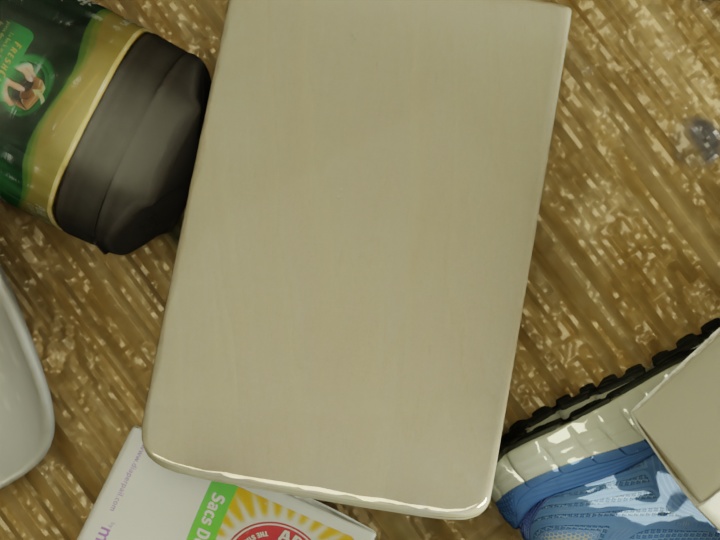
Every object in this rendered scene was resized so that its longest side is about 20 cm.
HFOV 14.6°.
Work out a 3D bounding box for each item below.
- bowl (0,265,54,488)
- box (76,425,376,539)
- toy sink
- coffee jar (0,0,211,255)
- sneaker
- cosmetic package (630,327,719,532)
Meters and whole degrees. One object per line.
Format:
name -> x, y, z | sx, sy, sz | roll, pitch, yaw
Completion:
bowl -> -0.229, 0.022, 1.068 | 0.198, 0.201, 0.075 | -18, 45, 1
box -> -0.082, 0.178, 1.033 | 0.101, 0.113, 0.201 | 23, 59, 3
toy sink -> 0.000, 0.000, 1.068 | 0.129, 0.112, 0.202 | 9, 73, 3
coffee jar -> -0.152, -0.082, 1.096 | 0.199, 0.104, 0.086 | 27, 85, 3
sneaker -> 0.151, 0.066, 1.096 | 0.199, 0.079, 0.090 | -26, 96, 6
cosmetic package -> 0.202, 0.093, 1.031 | 0.103, 0.073, 0.200 | -41, 120, 5
